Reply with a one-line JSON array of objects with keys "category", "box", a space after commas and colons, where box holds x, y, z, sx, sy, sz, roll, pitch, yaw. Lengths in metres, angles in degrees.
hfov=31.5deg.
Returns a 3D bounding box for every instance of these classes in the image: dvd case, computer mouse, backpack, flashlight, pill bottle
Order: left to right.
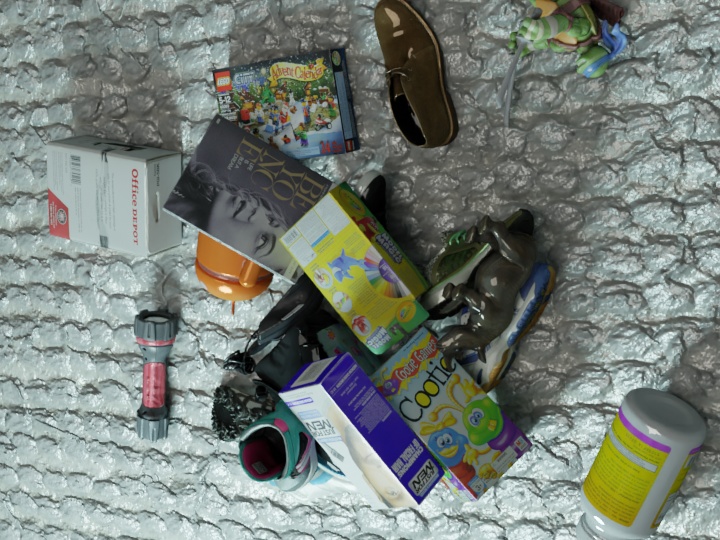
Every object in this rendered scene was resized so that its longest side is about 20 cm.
[{"category": "flashlight", "box": [-0.312, 0.161, 1.934, 0.068, 0.068, 0.201, 15, 109, 34]}, {"category": "dvd case", "box": [-0.139, -0.094, 1.680, 0.199, 0.149, 0.016, 30, 165, -9]}, {"category": "computer mouse", "box": [-0.106, 0.077, 1.765, 0.046, 0.140, 0.200, 42, 83, 6]}, {"category": "backpack", "box": [-0.032, 0.165, 1.723, 0.200, 0.126, 0.167, 50, 135, 10]}, {"category": "pill bottle", "box": [0.328, 0.248, 1.527, 0.104, 0.104, 0.201, 31, 117, 22]}]

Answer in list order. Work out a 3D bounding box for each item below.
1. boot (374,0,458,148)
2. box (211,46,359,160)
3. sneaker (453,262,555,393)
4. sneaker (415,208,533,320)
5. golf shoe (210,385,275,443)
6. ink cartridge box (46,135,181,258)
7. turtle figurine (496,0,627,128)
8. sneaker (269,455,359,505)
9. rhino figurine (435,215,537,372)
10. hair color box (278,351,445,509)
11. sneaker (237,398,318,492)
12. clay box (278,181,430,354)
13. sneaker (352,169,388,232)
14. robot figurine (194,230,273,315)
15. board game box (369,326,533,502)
[{"category": "boot", "box": [0.059, -0.247, 1.586, 0.073, 0.075, 0.201, -21, 90, 36]}, {"category": "box", "box": [-0.103, -0.217, 1.718, 0.199, 0.038, 0.137, -4, 101, 33]}, {"category": "sneaker", "box": [0.168, 0.061, 1.598, 0.088, 0.075, 0.201, 39, 119, 19]}, {"category": "sneaker", "box": [0.131, -0.024, 1.607, 0.200, 0.077, 0.089, -43, 62, 28]}, {"category": "golf shoe", "box": [-0.148, 0.218, 1.843, 0.200, 0.094, 0.078, 20, 101, 55]}, {"category": "ink cartridge box", "box": [-0.363, -0.112, 1.884, 0.199, 0.083, 0.148, 13, 110, 30]}, {"category": "turtle figurine", "box": [0.184, -0.287, 1.456, 0.199, 0.144, 0.195, -28, 83, 31]}, {"category": "sneaker", "box": [-0.050, 0.289, 1.804, 0.199, 0.076, 0.081, 6, 114, 37]}, {"category": "rhino figurine", "box": [0.147, 0.035, 1.527, 0.087, 0.060, 0.201, 18, 105, -15]}, {"category": "hair color box", "box": [0.001, 0.201, 1.574, 0.200, 0.065, 0.109, 50, 148, -12]}, {"category": "sneaker", "box": [-0.107, 0.243, 1.657, 0.083, 0.121, 0.201, 33, 134, 21]}, {"category": "clay box", "box": [0.000, 0.000, 1.626, 0.200, 0.048, 0.115, 51, 128, 0]}, {"category": "sneaker", "box": [0.027, -0.027, 1.673, 0.112, 0.073, 0.201, 30, 124, 18]}, {"category": "robot figurine", "box": [-0.167, -0.043, 1.755, 0.143, 0.116, 0.201, 25, 118, 26]}, {"category": "board game box", "box": [0.104, 0.184, 1.612, 0.200, 0.105, 0.103, 47, 167, 3]}]
